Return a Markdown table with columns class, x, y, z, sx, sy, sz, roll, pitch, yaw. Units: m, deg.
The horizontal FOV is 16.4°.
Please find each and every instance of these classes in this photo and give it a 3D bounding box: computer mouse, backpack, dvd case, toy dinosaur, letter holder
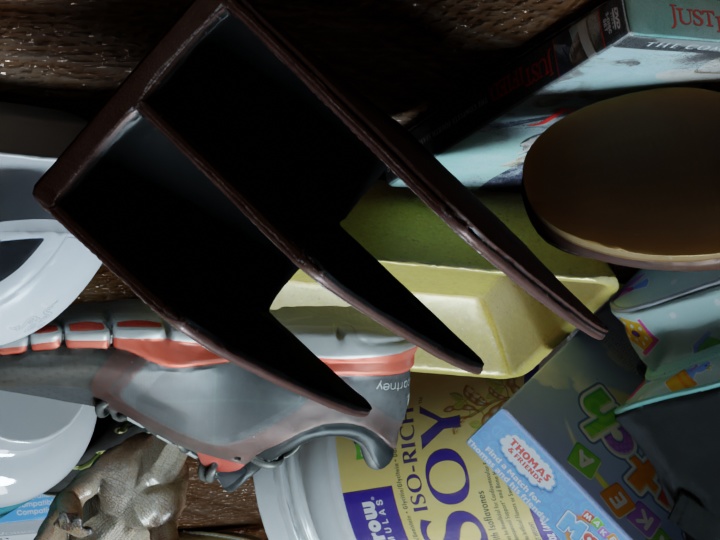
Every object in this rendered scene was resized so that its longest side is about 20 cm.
| class | x | y | z | sx | sy | sz | roll | pitch | yaw |
| --- | --- | --- | --- | --- | --- | --- | --- | --- | --- |
| computer mouse | -0.202 | 0.015 | 1.046 | 0.199 | 0.044 | 0.110 | -8 | 166 | 14 |
| backpack | 0.219 | 0.024 | 1.100 | 0.175 | 0.154 | 0.200 | -23 | -176 | 40 |
| dvd case | 0.116 | -0.067 | 1.008 | 0.145 | 0.022 | 0.200 | 2 | 164 | -27 |
| toy dinosaur | -0.121 | 0.118 | 1.301 | 0.086 | 0.136 | 0.200 | 42 | 124 | -17 |
| letter holder | -0.003 | 0.000 | 0.917 | 0.101 | 0.142 | 0.200 | -48 | 158 | 4 |

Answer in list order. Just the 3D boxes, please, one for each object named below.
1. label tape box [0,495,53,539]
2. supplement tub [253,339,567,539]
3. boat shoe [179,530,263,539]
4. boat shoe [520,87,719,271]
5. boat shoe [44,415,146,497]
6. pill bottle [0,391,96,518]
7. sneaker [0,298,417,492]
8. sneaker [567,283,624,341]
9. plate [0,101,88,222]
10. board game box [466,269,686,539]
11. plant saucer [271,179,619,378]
| class | x | y | z | sx | sy | sz | roll | pitch | yaw |
| --- | --- | --- | --- | --- | --- | --- | --- | --- | --- |
| label tape box | -0.217 | 0.143 | 1.653 | 0.142 | 0.067 | 0.200 | -5 | 168 | 1 |
| supplement tub | 0.053 | 0.105 | 1.421 | 0.199 | 0.146 | 0.145 | -11 | 165 | 21 |
| boat shoe | -0.173 | 0.254 | 2.127 | 0.199 | 0.072 | 0.076 | -8 | 150 | 8 |
| boat shoe | 0.159 | -0.032 | 0.968 | 0.199 | 0.071 | 0.070 | -4 | 162 | -4 |
| boat shoe | -0.154 | 0.077 | 1.399 | 0.060 | 0.072 | 0.201 | 5 | 155 | -38 |
| pill bottle | -0.201 | 0.073 | 1.273 | 0.110 | 0.112 | 0.200 | 1 | 165 | -25 |
| sneaker | -0.074 | 0.058 | 1.088 | 0.199 | 0.082 | 0.077 | 2 | -170 | 3 |
| sneaker | 0.181 | 0.030 | 1.353 | 0.105 | 0.076 | 0.200 | -23 | 168 | 19 |
| plate | -0.198 | -0.035 | 0.998 | 0.199 | 0.033 | 0.199 | 5 | 164 | -38 |
| board game box | 0.157 | 0.080 | 1.173 | 0.200 | 0.151 | 0.037 | -40 | 174 | -47 |
| plant saucer | 0.000 | 0.000 | 1.145 | 0.199 | 0.049 | 0.200 | 4 | 165 | -9 |
